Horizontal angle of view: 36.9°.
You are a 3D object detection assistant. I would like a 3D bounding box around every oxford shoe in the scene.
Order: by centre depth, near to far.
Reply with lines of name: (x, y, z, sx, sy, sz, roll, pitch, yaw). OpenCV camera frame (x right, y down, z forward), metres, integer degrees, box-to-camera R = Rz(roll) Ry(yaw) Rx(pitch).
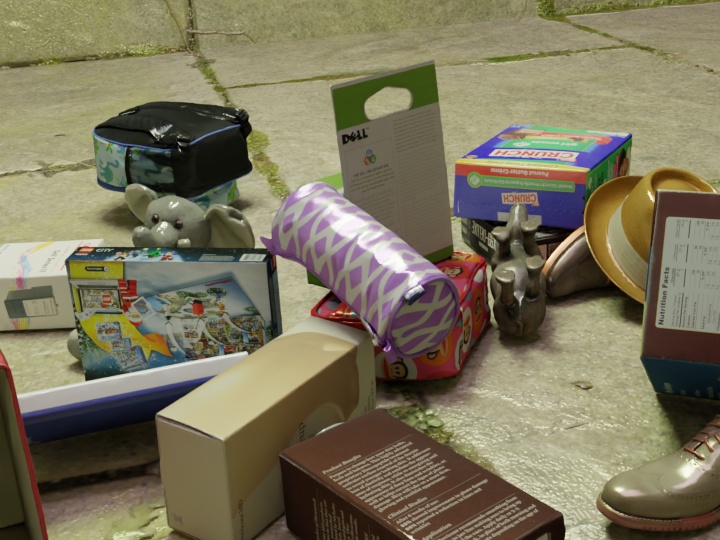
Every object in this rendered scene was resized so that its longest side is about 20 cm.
oxford shoe: (0.265, 0.140, 0.821, 0.197, 0.075, 0.071, -13, 23, -23)
oxford shoe: (0.286, -0.013, 1.211, 0.198, 0.072, 0.073, -25, 48, -22)

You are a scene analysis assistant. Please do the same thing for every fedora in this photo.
fedora: (0.338, -0.046, 1.160, 0.197, 0.082, 0.203, 7, 50, -8)

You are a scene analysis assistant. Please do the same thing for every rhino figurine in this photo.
rhino figurine: (0.168, -0.007, 1.154, 0.059, 0.089, 0.201, -2, 32, 8)

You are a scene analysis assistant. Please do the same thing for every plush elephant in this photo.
plush elephant: (-0.200, -0.005, 1.136, 0.162, 0.157, 0.200, 4, 23, 18)

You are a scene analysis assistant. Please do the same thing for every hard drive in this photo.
hard drive: (-0.199, 0.112, 0.930, 0.197, 0.026, 0.132, -10, -14, -17)

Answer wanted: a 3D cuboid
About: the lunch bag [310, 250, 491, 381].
lunch bag: (0.034, 0.043, 1.098, 0.173, 0.083, 0.200, 0, 20, 19)

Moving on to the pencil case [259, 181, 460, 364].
pencil case: (0.000, 0.000, 0.924, 0.085, 0.084, 0.200, -43, 46, -6)

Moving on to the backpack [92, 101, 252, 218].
backpack: (-0.273, -0.153, 1.527, 0.198, 0.149, 0.183, 13, 27, 26)

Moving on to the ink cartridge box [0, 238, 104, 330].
ink cartridge box: (-0.358, 0.015, 1.229, 0.197, 0.068, 0.117, -3, 21, 2)

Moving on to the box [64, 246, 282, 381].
box: (-0.174, 0.048, 1.027, 0.197, 0.139, 0.038, 1, 24, 10)

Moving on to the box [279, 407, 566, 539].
box: (0.038, 0.178, 0.765, 0.099, 0.076, 0.199, -19, 28, -33)

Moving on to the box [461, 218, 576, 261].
box: (0.243, -0.052, 1.335, 0.197, 0.051, 0.158, -10, 22, -16)

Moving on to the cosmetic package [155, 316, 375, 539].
cosmetic package: (-0.069, 0.125, 0.868, 0.070, 0.107, 0.199, 13, 28, 31)

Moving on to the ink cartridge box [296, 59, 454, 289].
ink cartridge box: (0.013, -0.096, 1.068, 0.147, 0.203, 0.075, -21, 23, -38)

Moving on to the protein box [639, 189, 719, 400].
protein box: (0.341, 0.033, 0.882, 0.197, 0.137, 0.198, 6, -12, 21)

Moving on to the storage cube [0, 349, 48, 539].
storage cube: (-0.320, 0.144, 0.741, 0.169, 0.203, 0.179, -14, 17, -23)

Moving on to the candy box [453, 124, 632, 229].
candy box: (0.228, -0.120, 1.334, 0.167, 0.078, 0.200, 8, 24, 27)
